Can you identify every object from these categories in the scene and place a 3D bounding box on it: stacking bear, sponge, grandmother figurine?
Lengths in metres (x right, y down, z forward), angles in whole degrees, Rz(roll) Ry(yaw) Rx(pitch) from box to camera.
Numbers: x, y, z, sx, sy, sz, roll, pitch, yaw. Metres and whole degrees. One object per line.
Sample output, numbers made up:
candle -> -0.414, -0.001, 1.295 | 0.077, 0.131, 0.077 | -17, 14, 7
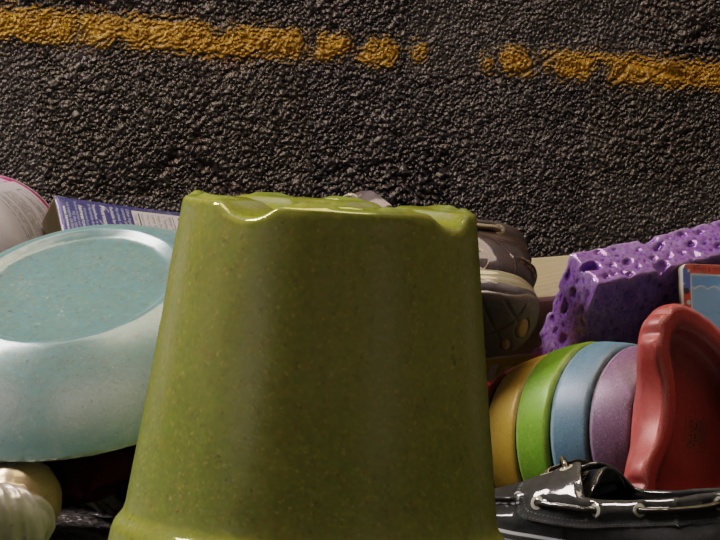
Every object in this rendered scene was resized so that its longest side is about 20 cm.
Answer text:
stacking bear -> 0.107, 0.092, 1.581 | 0.199, 0.122, 0.114 | -5, -19, 39
sponge -> 0.190, 0.022, 1.675 | 0.199, 0.112, 0.030 | -13, 47, -33
grandmother figurine -> -0.122, 0.083, 1.393 | 0.121, 0.061, 0.200 | -25, 5, 45

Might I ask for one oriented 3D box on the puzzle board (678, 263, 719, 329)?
puzzle board -> 0.271, 0.074, 1.638 | 0.199, 0.152, 0.017 | 2, -6, -25

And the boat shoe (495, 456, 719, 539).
boat shoe -> 0.118, 0.123, 1.441 | 0.199, 0.057, 0.068 | 6, 4, 37

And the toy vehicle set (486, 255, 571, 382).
toy vehicle set -> 0.057, 0.058, 1.715 | 0.124, 0.027, 0.200 | -4, -30, -15

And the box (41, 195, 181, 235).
box -> -0.087, 0.018, 1.744 | 0.199, 0.032, 0.121 | 6, 46, -26

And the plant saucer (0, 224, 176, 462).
plant saucer -> -0.136, 0.022, 1.406 | 0.200, 0.039, 0.201 | -7, 30, 4

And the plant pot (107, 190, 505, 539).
plant pot -> -0.020, 0.060, 1.264 | 0.199, 0.185, 0.200 | 3, 3, 0

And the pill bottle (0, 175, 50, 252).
pill bottle -> -0.245, -0.001, 1.727 | 0.113, 0.114, 0.200 | 4, 3, 4

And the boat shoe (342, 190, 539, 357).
boat shoe -> 0.000, 0.000, 1.591 | 0.199, 0.074, 0.075 | 7, -40, -1

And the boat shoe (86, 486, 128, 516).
boat shoe -> -0.111, 0.102, 1.500 | 0.200, 0.074, 0.063 | 16, 35, 43
